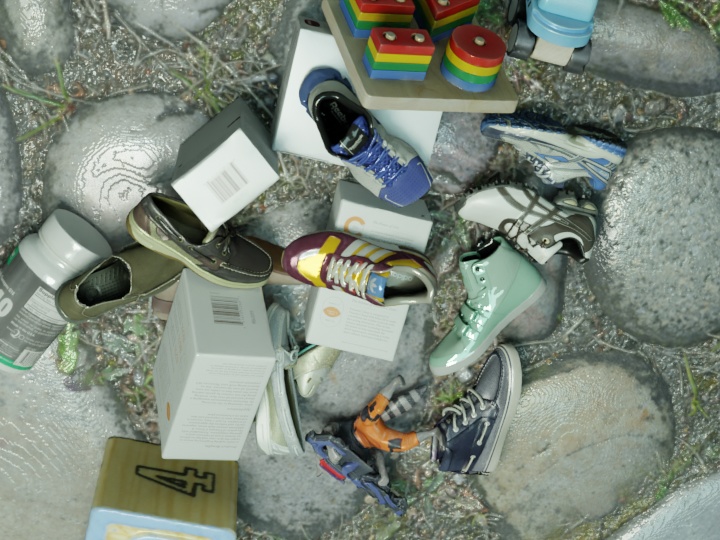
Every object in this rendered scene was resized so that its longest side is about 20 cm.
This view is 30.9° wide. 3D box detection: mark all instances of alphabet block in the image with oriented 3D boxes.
[{"bbox_3d":[-0.277,0.370,1.775,0.194,0.200,0.198,13,107,-9],"label":"alphabet block"}]

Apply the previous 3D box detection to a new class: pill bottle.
[{"bbox_3d":[-0.418,0.026,1.690,0.113,0.113,0.200,38,102,-16],"label":"pill bottle"}]

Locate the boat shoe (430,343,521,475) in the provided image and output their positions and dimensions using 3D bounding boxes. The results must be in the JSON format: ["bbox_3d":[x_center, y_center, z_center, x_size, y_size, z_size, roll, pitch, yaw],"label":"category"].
[{"bbox_3d":[0.158,0.196,1.807,0.092,0.075,0.202,1,111,-26],"label":"boat shoe"}]

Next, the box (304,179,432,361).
[{"bbox_3d":[0.007,0.000,1.723,0.123,0.098,0.202,13,108,-9],"label":"box"}]

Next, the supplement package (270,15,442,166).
[{"bbox_3d":[-0.001,-0.216,1.641,0.197,0.111,0.158,12,108,-9],"label":"supplement package"}]

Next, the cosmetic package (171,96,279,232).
[{"bbox_3d":[-0.165,-0.135,1.609,0.112,0.200,0.081,-38,109,6],"label":"cosmetic package"}]

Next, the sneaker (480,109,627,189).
[{"bbox_3d":[0.247,-0.151,1.704,0.198,0.077,0.086,13,112,-9],"label":"sneaker"}]

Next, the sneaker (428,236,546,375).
[{"bbox_3d":[0.144,0.042,1.760,0.200,0.074,0.118,-44,114,0],"label":"sneaker"}]

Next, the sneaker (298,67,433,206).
[{"bbox_3d":[0.001,-0.145,1.546,0.080,0.115,0.199,-40,108,12],"label":"sneaker"}]

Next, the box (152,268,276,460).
[{"bbox_3d":[-0.192,0.123,1.679,0.105,0.153,0.201,5,133,-21],"label":"box"}]

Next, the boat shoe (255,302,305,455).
[{"bbox_3d":[-0.103,0.144,1.720,0.064,0.074,0.205,3,95,9],"label":"boat shoe"}]

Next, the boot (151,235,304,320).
[{"bbox_3d":[-0.177,0.026,1.740,0.198,0.070,0.147,22,112,-10],"label":"boot"}]

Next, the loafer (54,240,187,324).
[{"bbox_3d":[-0.285,0.007,1.632,0.199,0.070,0.076,-32,98,-23],"label":"loafer"}]

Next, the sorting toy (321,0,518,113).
[{"bbox_3d":[0.076,-0.280,1.548,0.196,0.201,0.070,-1,136,-22],"label":"sorting toy"}]

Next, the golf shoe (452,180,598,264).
[{"bbox_3d":[0.220,-0.059,1.706,0.197,0.078,0.096,6,65,-10],"label":"golf shoe"}]

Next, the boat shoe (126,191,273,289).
[{"bbox_3d":[-0.192,-0.037,1.625,0.198,0.074,0.065,21,140,-23],"label":"boat shoe"}]

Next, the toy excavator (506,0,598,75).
[{"bbox_3d":[0.259,-0.374,1.604,0.099,0.196,0.201,14,136,-9],"label":"toy excavator"}]

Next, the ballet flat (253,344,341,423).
[{"bbox_3d":[-0.096,0.159,1.785,0.199,0.067,0.063,-31,73,13],"label":"ballet flat"}]

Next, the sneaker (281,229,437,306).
[{"bbox_3d":[0.000,0.000,1.623,0.197,0.090,0.076,5,109,-6],"label":"sneaker"}]

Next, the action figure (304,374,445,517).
[{"bbox_3d":[0.024,0.245,1.817,0.192,0.105,0.200,-28,122,21],"label":"action figure"}]
